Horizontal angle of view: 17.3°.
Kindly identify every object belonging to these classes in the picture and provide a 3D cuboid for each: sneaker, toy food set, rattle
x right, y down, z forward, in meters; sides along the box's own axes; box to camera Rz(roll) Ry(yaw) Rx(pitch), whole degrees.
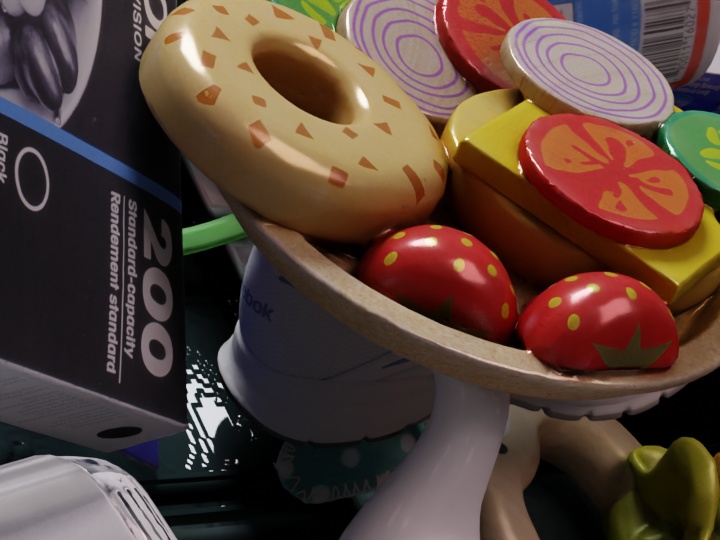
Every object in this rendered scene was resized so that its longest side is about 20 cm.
[{"bbox_3d":[0.051,0.004,0.814,0.199,0.087,0.075,-10,43,-21],"label":"sneaker"},{"bbox_3d":[0.040,-0.035,0.751,0.200,0.049,0.198,34,34,16],"label":"toy food set"},{"bbox_3d":[0.080,0.060,0.843,0.200,0.143,0.130,42,51,-19],"label":"rattle"}]

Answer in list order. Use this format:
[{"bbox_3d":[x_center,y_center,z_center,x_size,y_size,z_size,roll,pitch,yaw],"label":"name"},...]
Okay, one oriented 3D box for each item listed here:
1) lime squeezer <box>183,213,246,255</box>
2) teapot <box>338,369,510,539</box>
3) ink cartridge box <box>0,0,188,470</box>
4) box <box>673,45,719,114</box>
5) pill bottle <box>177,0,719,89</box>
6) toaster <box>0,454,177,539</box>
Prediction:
[{"bbox_3d":[0.000,0.000,0.900,0.200,0.038,0.071,26,38,-31],"label":"lime squeezer"},{"bbox_3d":[0.053,0.160,0.690,0.200,0.146,0.198,39,34,-14],"label":"teapot"},{"bbox_3d":[-0.090,-0.052,0.715,0.200,0.043,0.199,32,54,-65],"label":"ink cartridge box"},{"bbox_3d":[0.140,-0.149,1.222,0.119,0.041,0.200,1,52,-49],"label":"box"},{"bbox_3d":[0.030,-0.110,0.917,0.199,0.112,0.113,-10,56,-13],"label":"pill bottle"},{"bbox_3d":[-0.095,0.129,0.566,0.129,0.114,0.200,-18,73,-48],"label":"toaster"}]
